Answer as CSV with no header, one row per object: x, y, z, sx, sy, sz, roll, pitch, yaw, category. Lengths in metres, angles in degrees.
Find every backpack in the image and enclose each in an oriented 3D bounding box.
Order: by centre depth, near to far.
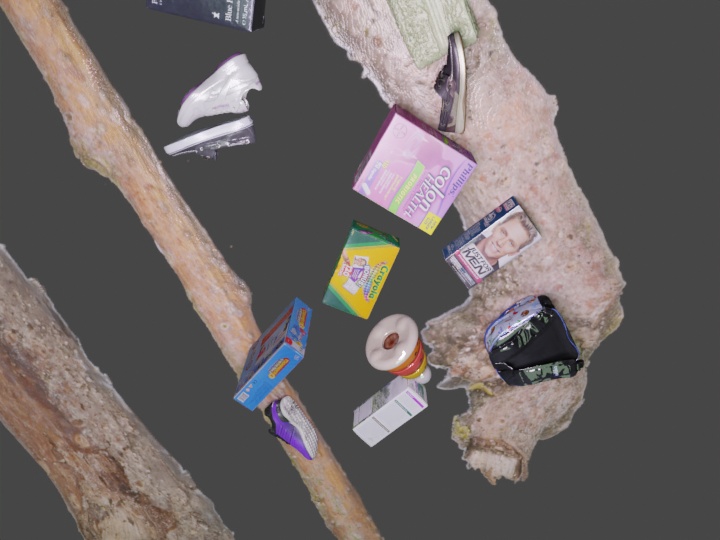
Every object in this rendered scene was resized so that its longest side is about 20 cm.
0.385,0.167,1.328,0.188,0.154,0.202,-30,106,7,backpack

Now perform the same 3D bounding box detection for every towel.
0.129,-0.501,1.076,0.146,0.037,0.202,-22,113,13,towel

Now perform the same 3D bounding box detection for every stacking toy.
0.117,0.213,1.394,0.145,0.148,0.200,-32,130,16,stacking toy

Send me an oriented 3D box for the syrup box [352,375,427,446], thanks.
0.075,0.355,1.468,0.199,0.079,0.081,-40,108,18,syrup box

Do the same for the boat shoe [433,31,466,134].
0.175,-0.359,1.112,0.063,0.073,0.202,-3,134,8,boat shoe

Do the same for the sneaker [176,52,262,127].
-0.286,-0.341,1.146,0.198,0.075,0.100,-34,109,17,sneaker

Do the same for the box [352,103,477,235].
0.109,-0.208,1.185,0.197,0.097,0.177,28,114,-12,box

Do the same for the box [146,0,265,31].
-0.267,-0.555,1.020,0.195,0.118,0.200,11,116,-2,box

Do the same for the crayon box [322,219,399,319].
0.000,0.000,1.310,0.117,0.059,0.203,20,115,-8,crayon box

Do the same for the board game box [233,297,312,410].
-0.201,0.192,1.334,0.056,0.197,0.200,37,112,-16,board game box

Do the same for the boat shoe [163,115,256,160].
-0.311,-0.265,1.193,0.196,0.070,0.067,-18,113,2,boat shoe

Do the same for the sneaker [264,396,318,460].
-0.190,0.428,1.525,0.098,0.070,0.203,-21,110,19,sneaker

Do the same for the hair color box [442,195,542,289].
0.291,-0.060,1.270,0.199,0.061,0.100,-38,110,17,hair color box
